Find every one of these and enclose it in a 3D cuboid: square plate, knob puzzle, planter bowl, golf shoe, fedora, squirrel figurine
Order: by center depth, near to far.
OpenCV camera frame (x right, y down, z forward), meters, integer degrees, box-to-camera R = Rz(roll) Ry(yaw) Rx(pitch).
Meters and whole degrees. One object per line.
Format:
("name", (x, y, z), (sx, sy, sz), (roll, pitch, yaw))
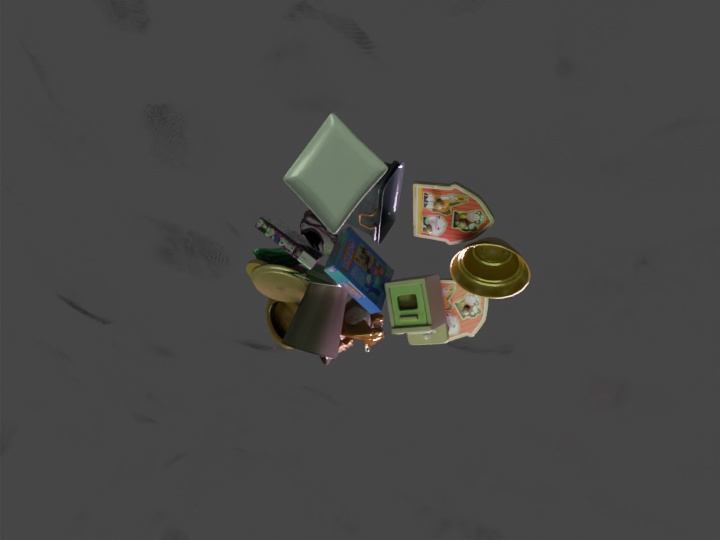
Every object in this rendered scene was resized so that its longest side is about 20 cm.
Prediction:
("square plate", (-0.058, -0.220, 1.202), (0.198, 0.028, 0.200), (48, 111, 17))
("knob puzzle", (0.227, -0.130, 1.295), (0.218, 0.031, 0.220), (12, 140, 10))
("planter bowl", (0.332, -0.024, 1.341), (0.199, 0.084, 0.201), (12, 141, 10))
("golf shoe", (-0.101, -0.072, 1.469), (0.072, 0.092, 0.200), (-20, 128, 35))
("knob puzzle", (0.275, 0.112, 1.514), (0.218, 0.030, 0.221), (8, 116, 17))
("squirrel figurine", (-0.015, 0.189, 1.703), (0.199, 0.142, 0.187), (-14, 150, 13))
("fedora", (-0.231, 0.159, 1.745), (0.200, 0.082, 0.202), (9, 103, 42))

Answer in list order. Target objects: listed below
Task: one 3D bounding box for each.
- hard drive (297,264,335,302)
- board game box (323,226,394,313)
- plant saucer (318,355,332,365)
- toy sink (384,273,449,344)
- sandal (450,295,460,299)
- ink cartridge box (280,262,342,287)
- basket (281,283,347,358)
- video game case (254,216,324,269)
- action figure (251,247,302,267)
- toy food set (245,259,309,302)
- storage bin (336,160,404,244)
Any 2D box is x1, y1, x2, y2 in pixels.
("hard drive", (-0.156, 0.062, 1.687), (0.200, 0.042, 0.135), (34, 139, -17))
("board game box", (0.000, 0.000, 1.461), (0.045, 0.153, 0.200), (-21, 125, 40))
("plant saucer", (-0.131, 0.208, 1.704), (0.029, 0.201, 0.201), (-16, 142, -14))
("toy sink", (0.158, 0.120, 1.483), (0.130, 0.112, 0.201), (-7, 93, 31))
("sandal", (0.257, 0.144, 1.583), (0.079, 0.058, 0.202), (13, 136, 1))
("ink cartridge box", (-0.106, 0.010, 1.486), (0.199, 0.048, 0.145), (15, -177, -45))
("basket", (-0.117, 0.137, 1.536), (0.180, 0.201, 0.136), (20, 176, -31))
("video game case", (-0.185, -0.078, 1.418), (0.181, 0.200, 0.036), (37, 95, -3))
("action figure", (-0.216, -0.047, 1.579), (0.199, 0.055, 0.118), (-16, 128, 32))
("toy food set", (-0.238, 0.034, 1.595), (0.199, 0.049, 0.198), (-2, 144, 19))
("storage bin", (0.011, -0.175, 1.275), (0.134, 0.146, 0.201), (21, 142, 15))
